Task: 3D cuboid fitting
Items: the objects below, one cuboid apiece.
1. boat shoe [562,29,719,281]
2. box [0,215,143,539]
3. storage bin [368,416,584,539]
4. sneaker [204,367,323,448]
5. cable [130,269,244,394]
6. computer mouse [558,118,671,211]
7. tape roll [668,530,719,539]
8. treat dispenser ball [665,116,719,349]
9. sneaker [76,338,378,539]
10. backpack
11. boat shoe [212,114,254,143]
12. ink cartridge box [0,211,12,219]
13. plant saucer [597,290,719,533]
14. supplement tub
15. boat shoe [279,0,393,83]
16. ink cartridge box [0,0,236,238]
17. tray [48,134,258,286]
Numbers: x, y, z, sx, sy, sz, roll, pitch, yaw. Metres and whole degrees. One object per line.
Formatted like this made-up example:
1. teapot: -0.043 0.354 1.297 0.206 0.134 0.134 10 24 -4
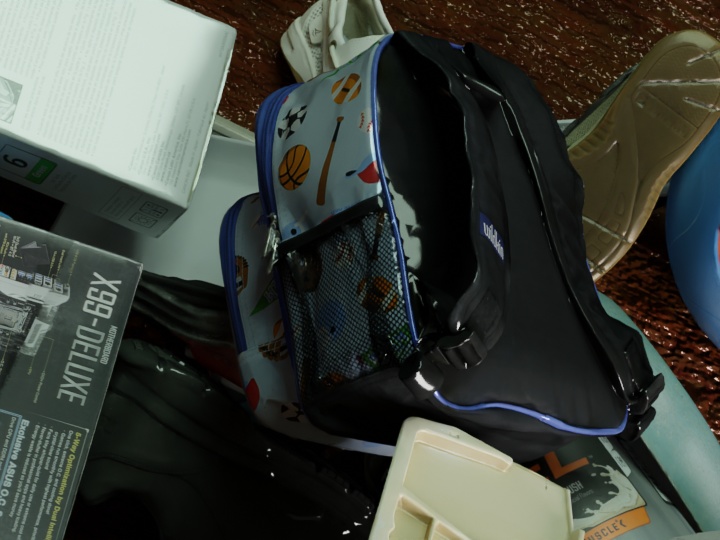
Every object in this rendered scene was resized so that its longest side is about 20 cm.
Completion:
1. boat shoe: 0.139 -0.051 1.540 0.073 0.200 0.065 44 0 1
2. box: -0.199 0.067 1.175 0.158 0.050 0.200 18 80 -17
3. storage bin: -0.001 0.195 1.139 0.094 0.200 0.199 27 39 -7
4. sneaker: 0.000 0.000 1.402 0.200 0.079 0.096 -40 66 -22
5. cable: -0.103 0.024 1.307 0.200 0.050 0.097 15 2 24
6. computer mouse: 0.112 -0.055 1.612 0.200 0.044 0.110 0 43 -26
7. tape roll: 0.161 0.223 1.245 0.203 0.037 0.203 -2 94 -33
8. treat dispenser ball: 0.277 -0.028 1.561 0.201 0.201 0.201 18 40 -16
9. sneaker: -0.060 0.114 1.295 0.200 0.091 0.076 36 -3 -25
10. backpack: 0.029 -0.008 1.237 0.200 0.154 0.191 20 60 -55
11. boat shoe: -0.030 -0.028 1.475 0.200 0.057 0.067 28 4 1
12. ink cartridge box: -0.258 0.023 1.259 0.116 0.068 0.200 30 39 -3
13. plant saucer: 0.144 0.069 1.395 0.201 0.039 0.201 55 -1 2
14. supplement tub: 0.083 0.120 1.339 0.122 0.123 0.200 -12 55 -41
15. boat shoe: 0.010 -0.107 1.542 0.071 0.069 0.200 19 27 -35
16. ink cartridge box: -0.171 -0.105 1.357 0.200 0.050 0.109 22 63 -16
17. tray: -0.062 -0.016 1.383 0.200 0.022 0.107 13 59 24
